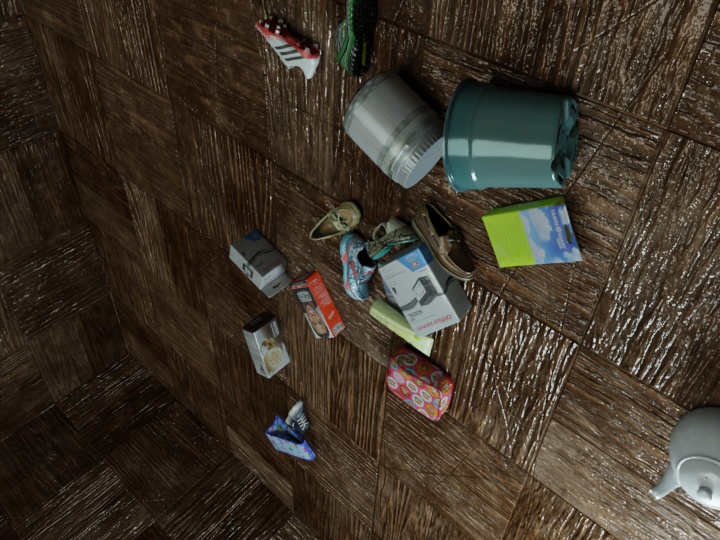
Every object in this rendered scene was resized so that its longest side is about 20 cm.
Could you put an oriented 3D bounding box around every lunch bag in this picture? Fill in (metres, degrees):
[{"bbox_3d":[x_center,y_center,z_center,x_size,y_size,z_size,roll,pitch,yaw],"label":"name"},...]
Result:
[{"bbox_3d":[0.163,0.330,1.750,0.197,0.081,0.180,32,139,28],"label":"lunch bag"},{"bbox_3d":[-0.276,0.711,2.545,0.196,0.095,0.153,22,148,30],"label":"lunch bag"}]

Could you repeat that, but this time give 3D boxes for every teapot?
[{"bbox_3d":[0.663,0.366,1.143,0.194,0.145,0.205,22,133,36],"label":"teapot"}]

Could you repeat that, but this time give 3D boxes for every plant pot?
[{"bbox_3d":[0.271,-0.231,1.092,0.191,0.200,0.205,12,128,33],"label":"plant pot"}]

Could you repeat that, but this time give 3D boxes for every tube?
[{"bbox_3d":[0.113,0.151,1.663,0.198,0.058,0.053,36,97,20],"label":"tube"}]

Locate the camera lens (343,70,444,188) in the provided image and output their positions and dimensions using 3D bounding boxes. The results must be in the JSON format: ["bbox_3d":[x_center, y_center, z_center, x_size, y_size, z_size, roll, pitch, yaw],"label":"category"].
[{"bbox_3d":[0.073,-0.295,1.284,0.200,0.159,0.161,46,144,11],"label":"camera lens"}]

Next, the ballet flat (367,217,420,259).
[{"bbox_3d":[0.073,-0.087,1.542,0.198,0.066,0.078,-24,84,56],"label":"ballet flat"}]

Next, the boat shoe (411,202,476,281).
[{"bbox_3d":[0.193,-0.066,1.404,0.200,0.071,0.068,47,145,11],"label":"boat shoe"}]

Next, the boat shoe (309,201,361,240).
[{"bbox_3d":[-0.068,-0.125,1.668,0.074,0.062,0.199,57,144,-3],"label":"boat shoe"}]

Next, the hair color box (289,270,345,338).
[{"bbox_3d":[-0.136,0.109,1.938,0.100,0.061,0.204,-9,111,51],"label":"hair color box"}]

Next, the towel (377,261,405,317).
[{"bbox_3d":[0.118,0.073,1.646,0.144,0.024,0.205,13,127,45],"label":"towel"}]

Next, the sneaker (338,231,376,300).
[{"bbox_3d":[0.000,0.000,1.678,0.094,0.079,0.205,15,129,39],"label":"sneaker"}]

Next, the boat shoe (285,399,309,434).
[{"bbox_3d":[-0.236,0.581,2.437,0.092,0.075,0.201,39,150,9],"label":"boat shoe"}]

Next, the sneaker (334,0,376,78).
[{"bbox_3d":[-0.022,-0.510,1.293,0.084,0.077,0.203,37,141,23],"label":"sneaker"}]

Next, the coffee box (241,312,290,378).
[{"bbox_3d":[-0.346,0.274,2.271,0.078,0.113,0.205,13,127,42],"label":"coffee box"}]

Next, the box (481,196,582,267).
[{"bbox_3d":[0.348,-0.075,1.237,0.197,0.047,0.125,-5,115,51],"label":"box"}]

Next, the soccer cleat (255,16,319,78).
[{"bbox_3d":[-0.177,-0.531,1.468,0.198,0.068,0.087,35,137,18],"label":"soccer cleat"}]

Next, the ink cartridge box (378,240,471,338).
[{"bbox_3d":[0.156,0.042,1.502,0.143,0.083,0.203,-26,98,40],"label":"ink cartridge box"}]

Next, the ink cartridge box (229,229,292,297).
[{"bbox_3d":[-0.317,-0.024,1.996,0.199,0.115,0.067,42,142,15],"label":"ink cartridge box"}]
